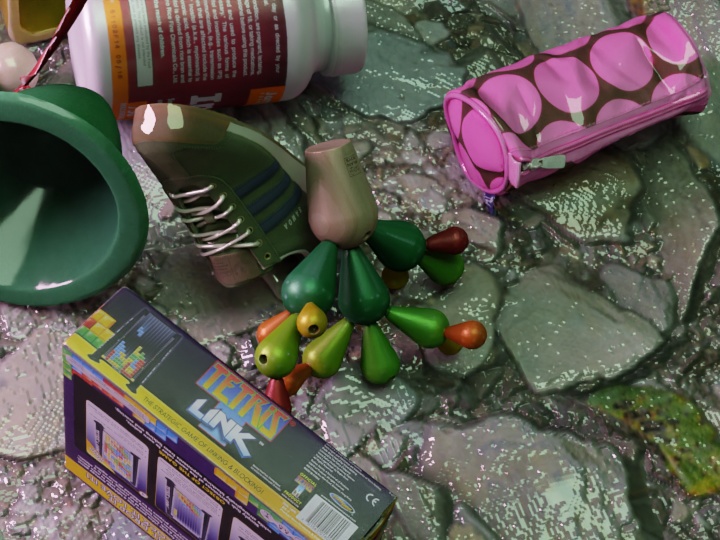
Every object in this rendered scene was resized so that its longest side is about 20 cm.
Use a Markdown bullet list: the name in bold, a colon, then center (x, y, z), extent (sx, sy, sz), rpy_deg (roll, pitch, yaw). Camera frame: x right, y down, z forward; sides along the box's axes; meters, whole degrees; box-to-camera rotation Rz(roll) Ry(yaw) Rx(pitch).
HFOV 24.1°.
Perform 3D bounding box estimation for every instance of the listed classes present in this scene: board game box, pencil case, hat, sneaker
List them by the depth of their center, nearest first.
- **board game box**: center (-0.082, 0.123, 0.982), extent (0.200, 0.165, 0.057), rpy_deg (37, 61, 12)
- **sneaker**: center (-0.078, -0.035, 1.079), extent (0.067, 0.200, 0.090), rpy_deg (-3, 75, 28)
- **hat**: center (-0.196, -0.100, 1.111), extent (0.166, 0.200, 0.176), rpy_deg (46, 33, -27)
- **pencil case**: center (0.162, -0.119, 1.220), extent (0.200, 0.091, 0.094), rpy_deg (-26, 31, -21)

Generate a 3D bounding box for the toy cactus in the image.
- **toy cactus**: center (0.000, 0.000, 1.084), extent (0.200, 0.102, 0.166), rpy_deg (-24, 108, -33)

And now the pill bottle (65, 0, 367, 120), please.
- **pill bottle**: center (-0.101, -0.170, 1.186), extent (0.199, 0.113, 0.113), rpy_deg (-8, 61, -14)

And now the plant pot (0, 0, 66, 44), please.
- **plant pot**: center (-0.196, -0.319, 1.223), extent (0.194, 0.196, 0.200), rpy_deg (-17, 56, -19)

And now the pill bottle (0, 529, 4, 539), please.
- **pill bottle**: center (-0.241, 0.194, 0.890), extent (0.114, 0.200, 0.115), rpy_deg (5, 58, -7)

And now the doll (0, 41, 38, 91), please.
- **doll**: center (-0.306, -0.106, 1.144), extent (0.200, 0.048, 0.137), rpy_deg (-31, 91, -27)
